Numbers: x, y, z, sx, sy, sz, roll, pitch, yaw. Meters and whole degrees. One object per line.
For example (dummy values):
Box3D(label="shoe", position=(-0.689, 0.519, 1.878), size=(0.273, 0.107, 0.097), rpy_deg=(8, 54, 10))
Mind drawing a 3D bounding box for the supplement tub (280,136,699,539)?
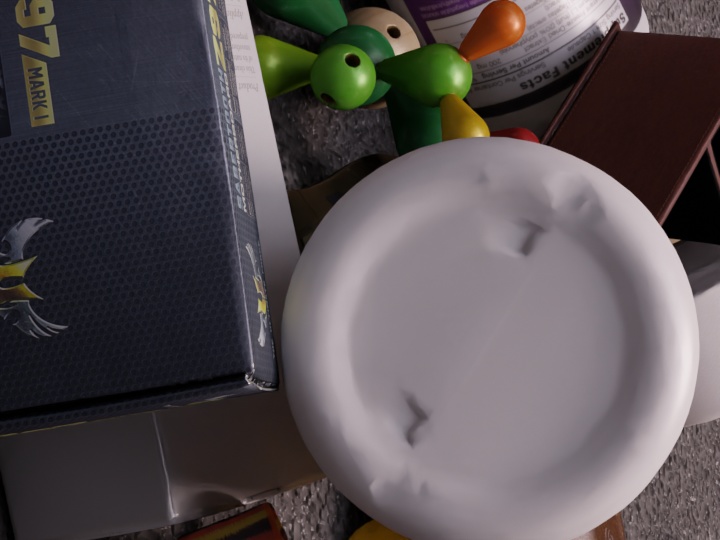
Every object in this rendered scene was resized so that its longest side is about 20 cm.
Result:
Box3D(label="supplement tub", position=(0.047, 0.029, 0.732), size=(0.200, 0.132, 0.132), rpy_deg=(39, 41, -84))

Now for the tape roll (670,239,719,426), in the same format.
Box3D(label="tape roll", position=(0.161, -0.015, 1.030), size=(0.071, 0.202, 0.203), rpy_deg=(57, 38, -28))

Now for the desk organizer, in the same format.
Box3D(label="desk organizer", position=(0.113, -0.016, 0.921), size=(0.200, 0.077, 0.072), rpy_deg=(-56, 139, -32))

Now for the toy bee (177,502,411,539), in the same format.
Box3D(label="toy bee", position=(-0.044, 0.131, 0.774), size=(0.131, 0.200, 0.109), rpy_deg=(-10, 55, -24))

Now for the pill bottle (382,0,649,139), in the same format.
Box3D(label="pill bottle", position=(0.072, -0.133, 1.016), size=(0.200, 0.111, 0.112), rpy_deg=(60, 36, -25))

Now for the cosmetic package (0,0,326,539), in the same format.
Box3D(label="cosmetic package", position=(-0.083, -0.008, 0.766), size=(0.113, 0.081, 0.201), rpy_deg=(-5, 85, -57))

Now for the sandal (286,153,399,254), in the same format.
Box3D(label="sandal", position=(0.000, 0.000, 0.906), size=(0.082, 0.055, 0.200), rpy_deg=(49, 31, 12))

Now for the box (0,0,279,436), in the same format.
Box3D(label="box", position=(-0.117, -0.048, 0.653), size=(0.051, 0.157, 0.201), rpy_deg=(34, 48, -81))

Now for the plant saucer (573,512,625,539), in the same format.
Box3D(label="plant saucer", position=(0.102, 0.142, 0.969), size=(0.200, 0.037, 0.201), rpy_deg=(-10, 90, -78))

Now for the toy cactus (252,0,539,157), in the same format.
Box3D(label="toy cactus", position=(0.003, -0.099, 0.906), size=(0.200, 0.102, 0.165), rpy_deg=(36, 10, 1))
